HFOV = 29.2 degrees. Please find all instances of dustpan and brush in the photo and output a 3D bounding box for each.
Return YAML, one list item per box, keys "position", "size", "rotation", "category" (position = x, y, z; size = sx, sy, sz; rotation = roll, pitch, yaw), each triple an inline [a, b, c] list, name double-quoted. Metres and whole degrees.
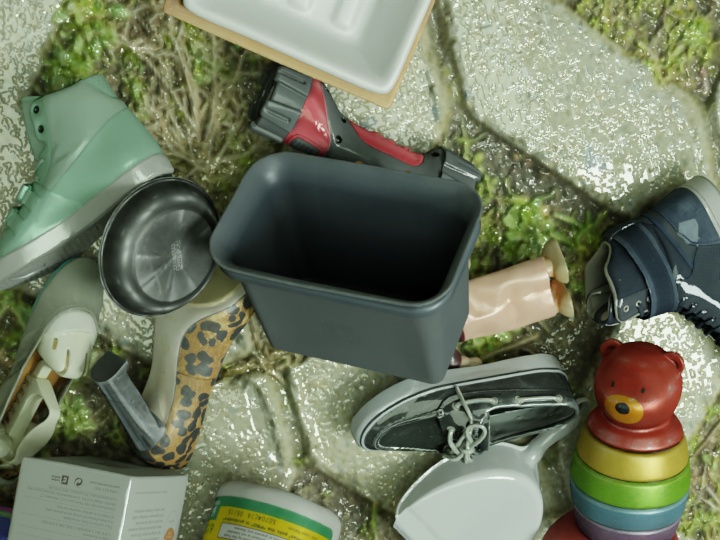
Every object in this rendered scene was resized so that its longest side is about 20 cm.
- position: [0.136, 0.190, 1.243]
  size: [0.200, 0.057, 0.140]
  rotation: [-39, 117, 6]
  category: "dustpan and brush"

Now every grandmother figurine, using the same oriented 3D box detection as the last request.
- position: [0.082, 0.040, 1.195]
  size: [0.198, 0.061, 0.122]
  rotation: [-15, 110, -4]
  category: "grandmother figurine"

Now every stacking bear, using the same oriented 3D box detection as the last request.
- position: [0.235, 0.158, 1.200]
  size: [0.121, 0.113, 0.202]
  rotation: [16, 117, 30]
  category: "stacking bear"

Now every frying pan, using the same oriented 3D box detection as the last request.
- position: [-0.127, -0.013, 1.111]
  size: [0.189, 0.031, 0.116]
  rotation: [7, 103, -44]
  category: "frying pan"

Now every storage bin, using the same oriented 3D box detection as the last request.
- position: [0.000, 0.000, 1.102]
  size: [0.198, 0.146, 0.135]
  rotation: [11, 143, 19]
  category: "storage bin"

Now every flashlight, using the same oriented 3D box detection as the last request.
- position: [0.006, -0.107, 1.149]
  size: [0.198, 0.068, 0.068]
  rotation: [23, 112, -18]
  category: "flashlight"

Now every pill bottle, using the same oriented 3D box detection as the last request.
- position: [-0.094, 0.288, 1.148]
  size: [0.112, 0.113, 0.202]
  rotation: [22, 70, -14]
  category: "pill bottle"

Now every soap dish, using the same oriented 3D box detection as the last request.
- position: [-0.038, -0.241, 1.101]
  size: [0.198, 0.081, 0.159]
  rotation: [21, 97, -13]
  category: "soap dish"

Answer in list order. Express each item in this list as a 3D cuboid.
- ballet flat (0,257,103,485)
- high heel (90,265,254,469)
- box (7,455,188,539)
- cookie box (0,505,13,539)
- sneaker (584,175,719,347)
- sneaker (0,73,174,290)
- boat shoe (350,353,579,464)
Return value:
- position: [-0.255, 0.087, 1.135]
  size: [0.067, 0.064, 0.201]
  rotation: [21, 102, -49]
  category: "ballet flat"
- position: [-0.126, 0.074, 1.178]
  size: [0.200, 0.071, 0.143]
  rotation: [-40, 135, -17]
  category: "high heel"
- position: [-0.219, 0.256, 1.106]
  size: [0.096, 0.124, 0.202]
  rotation: [8, 84, 15]
  category: "box"
- position: [-0.360, 0.286, 1.129]
  size: [0.169, 0.075, 0.202]
  rotation: [12, 99, 10]
  category: "cookie box"
- position: [0.280, 0.040, 1.211]
  size: [0.145, 0.077, 0.204]
  rotation: [-29, 96, -15]
  category: "sneaker"
- position: [-0.256, -0.072, 1.112]
  size: [0.200, 0.074, 0.119]
  rotation: [-35, 83, 12]
  category: "sneaker"
- position: [0.092, 0.131, 1.200]
  size: [0.197, 0.068, 0.074]
  rotation: [-10, 137, -13]
  category: "boat shoe"
